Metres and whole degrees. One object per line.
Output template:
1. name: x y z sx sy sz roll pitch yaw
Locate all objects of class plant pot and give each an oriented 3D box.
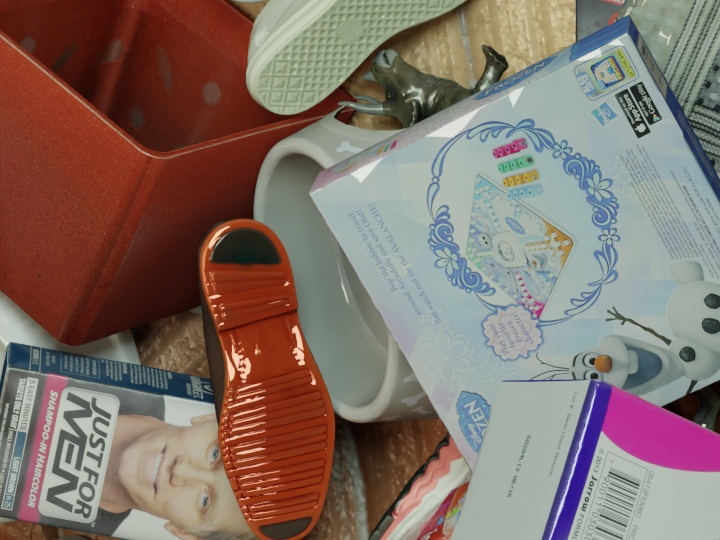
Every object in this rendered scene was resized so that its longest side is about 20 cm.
1. plant pot: -0.157 -0.070 1.676 0.200 0.200 0.177 38 123 25

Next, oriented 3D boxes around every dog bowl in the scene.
1. dog bowl: 0.000 0.000 1.591 0.200 0.059 0.201 41 139 49

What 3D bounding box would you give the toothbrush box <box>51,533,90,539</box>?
1. toothbrush box: -0.150 0.276 1.744 0.200 0.085 0.147 16 102 30

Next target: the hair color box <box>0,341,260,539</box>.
1. hair color box: -0.134 0.116 1.674 0.199 0.061 0.100 11 102 -9

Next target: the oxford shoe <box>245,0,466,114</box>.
1. oxford shoe: 0.009 -0.173 1.607 0.200 0.075 0.058 -37 36 6

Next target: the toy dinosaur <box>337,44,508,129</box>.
1. toy dinosaur: 0.070 -0.064 1.574 0.102 0.077 0.200 -45 43 23

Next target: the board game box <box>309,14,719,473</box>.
1. board game box: 0.107 -0.007 1.459 0.199 0.043 0.200 -26 104 17

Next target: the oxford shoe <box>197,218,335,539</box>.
1. oxford shoe: -0.059 0.066 1.622 0.071 0.073 0.201 -8 95 -11

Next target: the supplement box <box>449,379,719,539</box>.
1. supplement box: 0.163 0.139 1.424 0.103 0.200 0.101 -5 63 61

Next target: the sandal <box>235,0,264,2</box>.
1. sandal: -0.010 -0.236 1.647 0.206 0.059 0.079 -38 76 6

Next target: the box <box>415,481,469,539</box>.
1. box: 0.121 0.211 1.525 0.095 0.100 0.200 -27 100 30

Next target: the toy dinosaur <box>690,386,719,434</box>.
1. toy dinosaur: 0.193 0.106 1.541 0.200 0.047 0.088 -37 89 29

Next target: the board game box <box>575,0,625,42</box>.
1. board game box: 0.199 -0.211 1.507 0.200 0.062 0.200 19 106 26

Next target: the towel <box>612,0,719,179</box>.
1. towel: 0.216 -0.078 1.458 0.192 0.035 0.200 24 113 -4

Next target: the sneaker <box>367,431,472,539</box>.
1. sneaker: 0.070 0.145 1.607 0.087 0.074 0.200 38 120 3

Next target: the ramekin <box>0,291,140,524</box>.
1. ramekin: -0.250 0.078 1.769 0.202 0.094 0.203 10 110 28
